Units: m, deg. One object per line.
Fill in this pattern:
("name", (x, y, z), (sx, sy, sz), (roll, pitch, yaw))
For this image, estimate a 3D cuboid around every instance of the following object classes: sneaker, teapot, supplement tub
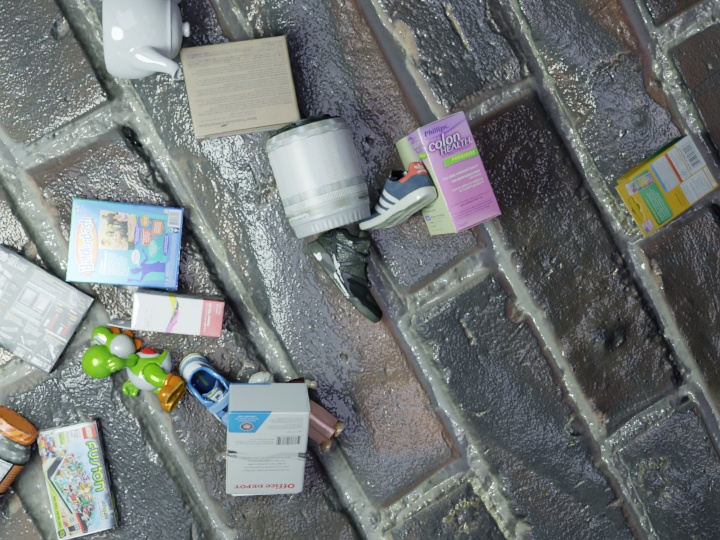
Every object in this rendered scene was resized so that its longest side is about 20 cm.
("sneaker", (0.062, -0.139, 1.630), (0.075, 0.199, 0.085), (-7, 75, -43))
("teapot", (-0.374, -0.433, 1.535), (0.145, 0.197, 0.202), (-1, 98, -12))
("supplement tub", (-0.665, 0.343, 1.520), (0.122, 0.122, 0.201), (37, 84, -9))
("sneaker", (0.000, 0.000, 1.661), (0.114, 0.076, 0.200), (-36, 92, 1))
("sneaker", (-0.257, 0.239, 1.616), (0.200, 0.082, 0.074), (42, 83, -12))

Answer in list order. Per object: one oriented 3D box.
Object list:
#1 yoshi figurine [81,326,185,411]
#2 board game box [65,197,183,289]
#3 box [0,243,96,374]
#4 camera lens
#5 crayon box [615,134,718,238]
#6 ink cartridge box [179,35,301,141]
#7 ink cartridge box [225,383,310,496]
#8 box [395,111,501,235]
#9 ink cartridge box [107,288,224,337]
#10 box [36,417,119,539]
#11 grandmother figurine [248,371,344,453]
("yoshi figurine", (-0.420, 0.185, 1.570), (0.199, 0.112, 0.113), (34, 108, 8))
("board game box", (-0.430, -0.048, 1.597), (0.198, 0.045, 0.154), (6, 90, -11))
("box", (-0.604, 0.068, 1.564), (0.199, 0.050, 0.159), (31, 85, -10))
("camera lens", (-0.077, -0.176, 1.603), (0.159, 0.160, 0.202), (-17, 94, -10))
("crayon box", (0.619, -0.172, 1.789), (0.199, 0.052, 0.126), (-34, 97, -9))
("ink cartridge box", (-0.223, -0.337, 1.617), (0.198, 0.075, 0.166), (-10, 94, -11))
("ink cartridge box", (-0.172, 0.308, 1.588), (0.145, 0.085, 0.201), (1, 123, -10))
("box", (0.162, -0.177, 1.640), (0.096, 0.176, 0.201), (-23, 94, -10))
("ink cartridge box", (-0.350, 0.074, 1.578), (0.198, 0.116, 0.068), (6, 91, -11))
("box", (-0.517, 0.380, 1.592), (0.109, 0.035, 0.202), (-12, 93, -10))
("grandmother figurine", (-0.125, 0.256, 1.652), (0.199, 0.061, 0.122), (35, 85, -11))
